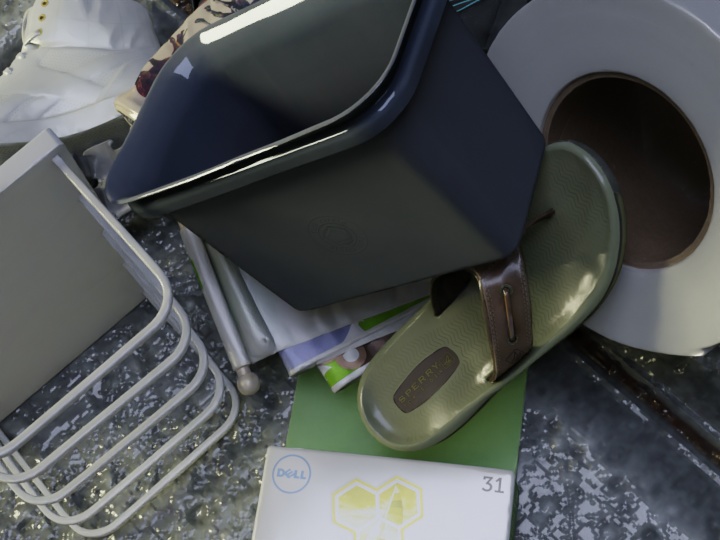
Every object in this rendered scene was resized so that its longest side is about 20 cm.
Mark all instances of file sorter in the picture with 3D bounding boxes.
[{"bbox_3d":[-0.160,0.050,0.775,0.139,0.200,0.125,-40,69,-10],"label":"file sorter"}]

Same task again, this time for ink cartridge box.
[{"bbox_3d":[0.019,0.114,0.806,0.145,0.048,0.201,5,70,10],"label":"ink cartridge box"}]

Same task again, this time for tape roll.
[{"bbox_3d":[0.179,-0.075,0.760,0.139,0.203,0.203,-30,62,-37],"label":"tape roll"}]

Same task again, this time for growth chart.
[{"bbox_3d":[0.000,0.000,0.836,0.199,0.018,0.145,-15,79,-11],"label":"growth chart"}]

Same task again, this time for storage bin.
[{"bbox_3d":[-0.007,-0.067,0.727,0.199,0.134,0.146,-15,44,40],"label":"storage bin"}]

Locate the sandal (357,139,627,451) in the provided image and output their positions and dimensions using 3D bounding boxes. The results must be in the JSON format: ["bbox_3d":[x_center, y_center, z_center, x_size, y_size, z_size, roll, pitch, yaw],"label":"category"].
[{"bbox_3d":[0.066,0.021,0.744,0.080,0.057,0.201,45,109,23],"label":"sandal"}]

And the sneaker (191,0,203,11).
[{"bbox_3d":[-0.116,-0.204,0.945,0.201,0.077,0.147,11,66,11],"label":"sneaker"}]

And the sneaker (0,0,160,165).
[{"bbox_3d":[-0.222,-0.115,0.929,0.199,0.074,0.116,-16,64,-10],"label":"sneaker"}]

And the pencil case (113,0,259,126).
[{"bbox_3d":[-0.058,-0.139,0.837,0.200,0.078,0.089,-51,38,-11],"label":"pencil case"}]

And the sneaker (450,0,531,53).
[{"bbox_3d":[0.055,-0.118,0.864,0.079,0.076,0.200,9,33,23],"label":"sneaker"}]

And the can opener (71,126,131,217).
[{"bbox_3d":[-0.175,-0.040,0.902,0.199,0.067,0.054,-30,67,9],"label":"can opener"}]
